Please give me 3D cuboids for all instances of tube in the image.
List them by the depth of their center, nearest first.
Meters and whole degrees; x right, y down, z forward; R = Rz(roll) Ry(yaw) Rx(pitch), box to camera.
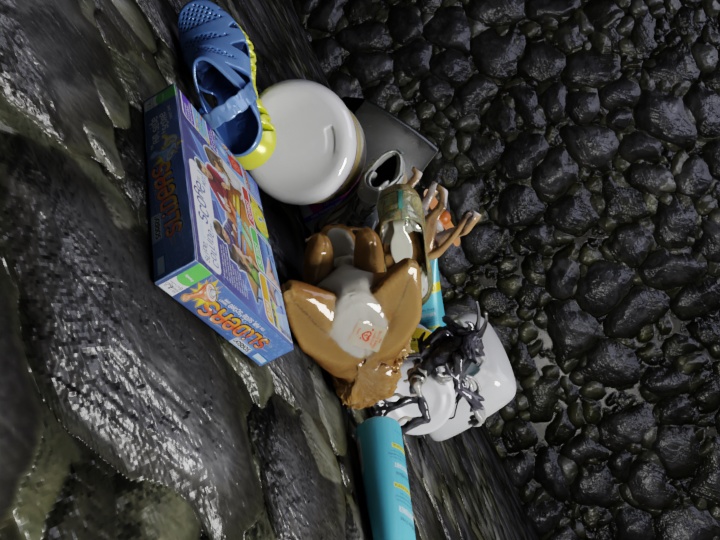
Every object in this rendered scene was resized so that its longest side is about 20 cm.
[{"bbox_3d":[0.029,0.240,0.582,0.078,0.050,0.202,48,22,-39],"label":"tube"},{"bbox_3d":[0.111,0.068,1.023,0.051,0.076,0.204,-75,152,-67],"label":"tube"}]

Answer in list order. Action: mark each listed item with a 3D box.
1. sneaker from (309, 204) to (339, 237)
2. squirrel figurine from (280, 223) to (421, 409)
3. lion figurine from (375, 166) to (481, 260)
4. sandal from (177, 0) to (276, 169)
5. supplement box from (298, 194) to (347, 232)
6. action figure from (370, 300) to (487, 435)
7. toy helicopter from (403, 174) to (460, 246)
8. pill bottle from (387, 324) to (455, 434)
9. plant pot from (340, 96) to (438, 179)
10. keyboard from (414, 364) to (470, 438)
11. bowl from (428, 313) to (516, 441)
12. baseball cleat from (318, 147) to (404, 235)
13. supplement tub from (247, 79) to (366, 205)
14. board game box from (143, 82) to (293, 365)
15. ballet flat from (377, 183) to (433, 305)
[{"bbox_3d":[0.000,0.000,0.915,0.202,0.087,0.076,57,20,-8],"label":"sneaker"},{"bbox_3d":[-0.013,0.045,0.688,0.187,0.139,0.204,-122,-164,-64],"label":"squirrel figurine"},{"bbox_3d":[0.077,-0.060,0.814,0.072,0.124,0.200,29,11,-22],"label":"lion figurine"},{"bbox_3d":[-0.153,-0.214,0.658,0.203,0.078,0.087,65,12,13],"label":"sandal"},{"bbox_3d":[-0.055,-0.152,0.990,0.104,0.100,0.203,50,16,-57],"label":"supplement box"},{"bbox_3d":[0.098,0.136,0.746,0.102,0.200,0.119,41,10,-27],"label":"action figure"},{"bbox_3d":[0.084,-0.090,0.974,0.201,0.130,0.080,59,36,-46],"label":"toy helicopter"},{"bbox_3d":[0.079,0.150,0.914,0.113,0.110,0.200,62,8,-11],"label":"pill bottle"},{"bbox_3d":[0.003,-0.241,1.243,0.177,0.201,0.199,38,0,-28],"label":"plant pot"},{"bbox_3d":[0.138,0.195,0.955,0.039,0.202,0.105,20,36,-5],"label":"keyboard"},{"bbox_3d":[0.165,0.180,1.102,0.075,0.198,0.202,42,22,-39],"label":"bowl"},{"bbox_3d":[-0.006,-0.076,0.799,0.069,0.203,0.106,29,-3,1],"label":"baseball cleat"},{"bbox_3d":[-0.066,-0.162,0.803,0.148,0.143,0.200,63,9,-3],"label":"supplement tub"},{"bbox_3d":[-0.117,-0.040,0.493,0.136,0.034,0.202,54,14,-50],"label":"board game box"},{"bbox_3d":[0.054,-0.009,0.735,0.071,0.069,0.203,-107,-175,-48],"label":"ballet flat"}]
